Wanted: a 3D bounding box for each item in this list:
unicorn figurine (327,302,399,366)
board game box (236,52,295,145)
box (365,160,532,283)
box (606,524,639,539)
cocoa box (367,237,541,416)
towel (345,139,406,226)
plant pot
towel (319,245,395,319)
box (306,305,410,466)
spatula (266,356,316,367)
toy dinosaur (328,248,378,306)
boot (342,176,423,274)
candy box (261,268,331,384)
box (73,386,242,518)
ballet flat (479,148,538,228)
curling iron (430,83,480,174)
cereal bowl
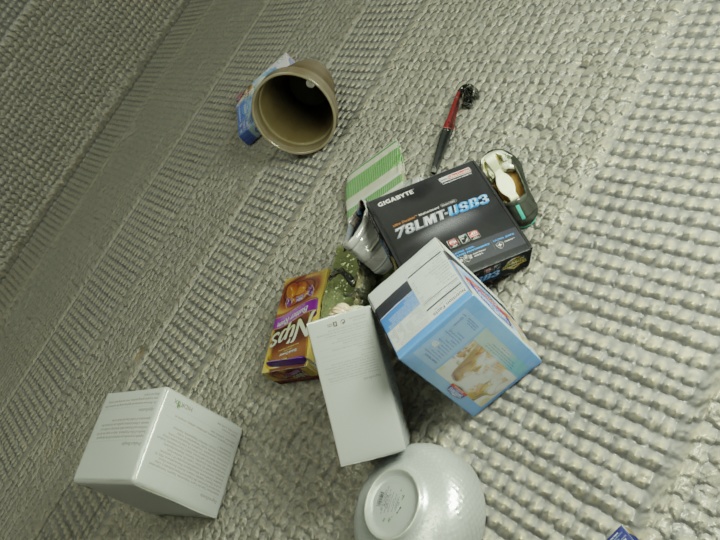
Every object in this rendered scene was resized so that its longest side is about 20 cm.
[{"bbox_3d":[0.034,0.094,1.155,0.139,0.197,0.074,-64,36,30],"label":"unicorn figurine"},{"bbox_3d":[-0.249,-0.462,1.931,0.198,0.043,0.202,-35,41,19],"label":"board game box"},{"bbox_3d":[0.134,-0.060,1.121,0.197,0.050,0.200,-20,57,-7],"label":"box"},{"bbox_3d":[0.296,0.379,0.730,0.121,0.032,0.200,-48,37,7],"label":"box"},{"bbox_3d":[0.131,0.082,0.993,0.133,0.200,0.132,-41,40,11],"label":"cocoa box"},{"bbox_3d":[0.033,-0.153,1.422,0.151,0.023,0.202,-31,44,26],"label":"towel"},{"bbox_3d":[-0.136,-0.400,1.672,0.198,0.200,0.175,-26,29,29],"label":"plant pot"},{"bbox_3d":[0.003,0.032,1.283,0.146,0.037,0.203,-7,56,30],"label":"towel"},{"bbox_3d":[0.000,0.161,1.037,0.096,0.124,0.203,-15,84,5],"label":"box"},{"bbox_3d":[-0.051,0.157,1.153,0.196,0.057,0.021,9,73,1],"label":"spatula"},{"bbox_3d":[0.000,0.000,1.239,0.202,0.087,0.048,-65,4,-25],"label":"toy dinosaur"},{"bbox_3d":[0.042,-0.099,1.225,0.073,0.095,0.202,-25,36,56],"label":"boot"},{"bbox_3d":[-0.105,0.104,1.336,0.115,0.056,0.203,-14,53,37],"label":"candy box"},{"bbox_3d":[-0.362,0.333,1.303,0.197,0.200,0.173,-12,51,38],"label":"box"},{"bbox_3d":[0.236,-0.155,1.176,0.068,0.068,0.201,-33,42,13],"label":"ballet flat"},{"bbox_3d":[0.173,-0.273,1.366,0.049,0.025,0.202,8,68,51],"label":"curling iron"},{"bbox_3d":[0.065,0.326,0.967,0.198,0.083,0.203,-26,46,30],"label":"cereal bowl"}]
